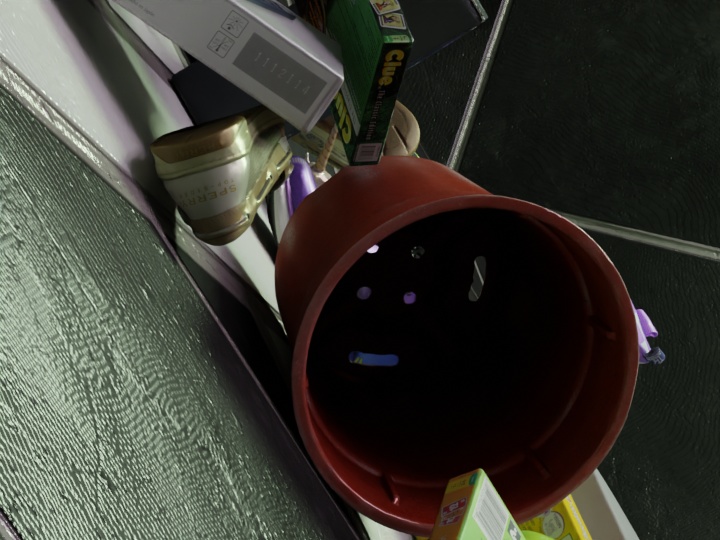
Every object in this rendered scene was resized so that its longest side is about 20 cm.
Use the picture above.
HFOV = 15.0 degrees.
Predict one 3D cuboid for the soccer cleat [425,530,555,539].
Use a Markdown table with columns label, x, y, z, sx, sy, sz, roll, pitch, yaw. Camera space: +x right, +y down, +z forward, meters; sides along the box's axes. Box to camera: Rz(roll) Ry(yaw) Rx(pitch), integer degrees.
| label | x | y | z | sx | sy | sz | roll | pitch | yaw |
| --- | --- | --- | --- | --- | --- | --- | --- | --- | --- |
| soccer cleat | 0.054 | 0.182 | 1.557 | 0.200 | 0.081 | 0.068 | -4 | 103 | -65 |

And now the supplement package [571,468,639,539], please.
| label | x | y | z | sx | sy | sz | roll | pitch | yaw |
| --- | --- | --- | --- | --- | --- | --- | --- | --- | --- |
| supplement package | 0.143 | 0.240 | 1.719 | 0.120 | 0.121 | 0.200 | 56 | 8 | -40 |

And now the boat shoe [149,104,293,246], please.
| label | x | y | z | sx | sy | sz | roll | pitch | yaw |
| --- | --- | --- | --- | --- | --- | --- | --- | --- | --- |
| boat shoe | -0.075 | -0.055 | 1.552 | 0.201 | 0.073 | 0.063 | -75 | 149 | -84 |

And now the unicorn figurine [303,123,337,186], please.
| label | x | y | z | sx | sy | sz | roll | pitch | yaw |
| --- | --- | --- | --- | --- | --- | --- | --- | --- | --- |
| unicorn figurine | -0.009 | -0.015 | 1.963 | 0.138 | 0.074 | 0.200 | 51 | -9 | 3 |

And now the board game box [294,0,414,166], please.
| label | x | y | z | sx | sy | sz | roll | pitch | yaw |
| --- | --- | --- | --- | --- | --- | --- | --- | --- | --- |
| board game box | -0.013 | -0.171 | 1.649 | 0.105 | 0.023 | 0.201 | 110 | -29 | -47 |

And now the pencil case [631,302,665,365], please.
| label | x | y | z | sx | sy | sz | roll | pitch | yaw |
| --- | --- | --- | --- | --- | --- | --- | --- | --- | --- |
| pencil case | 0.108 | 0.067 | 1.905 | 0.084 | 0.199 | 0.085 | 68 | 14 | 18 |

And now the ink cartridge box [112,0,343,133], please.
| label | x | y | z | sx | sy | sz | roll | pitch | yaw |
| --- | --- | --- | --- | --- | --- | --- | --- | --- | --- |
| ink cartridge box | -0.103 | -0.169 | 1.602 | 0.200 | 0.045 | 0.176 | 34 | 12 | -11 |

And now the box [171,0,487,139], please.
| label | x | y | z | sx | sy | sz | roll | pitch | yaw |
| --- | --- | --- | --- | --- | --- | --- | --- | --- | --- |
| box | -0.018 | -0.151 | 1.843 | 0.079 | 0.199 | 0.141 | 60 | 6 | -1 |

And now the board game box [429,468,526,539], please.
| label | x | y | z | sx | sy | sz | roll | pitch | yaw |
| --- | --- | --- | --- | --- | --- | --- | --- | --- | --- |
| board game box | 0.059 | 0.197 | 1.414 | 0.096 | 0.030 | 0.200 | 58 | 24 | -20 |

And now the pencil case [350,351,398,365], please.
| label | x | y | z | sx | sy | sz | roll | pitch | yaw |
| --- | --- | --- | --- | --- | --- | --- | --- | --- | --- |
| pencil case | 0.060 | 0.114 | 1.827 | 0.078 | 0.087 | 0.200 | 37 | -17 | 53 |

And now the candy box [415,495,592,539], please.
| label | x | y | z | sx | sy | sz | roll | pitch | yaw |
| --- | --- | --- | --- | --- | --- | --- | --- | --- | --- |
| candy box | 0.089 | 0.168 | 1.694 | 0.026 | 0.102 | 0.200 | 36 | 21 | -39 |

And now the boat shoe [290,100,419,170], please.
| label | x | y | z | sx | sy | sz | roll | pitch | yaw |
| --- | --- | --- | --- | --- | --- | --- | --- | --- | --- |
| boat shoe | -0.049 | -0.126 | 1.967 | 0.200 | 0.073 | 0.063 | 38 | -30 | 11 |

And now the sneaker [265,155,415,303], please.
| label | x | y | z | sx | sy | sz | roll | pitch | yaw |
| --- | --- | --- | --- | --- | --- | --- | --- | --- | --- |
| sneaker | 0.000 | 0.000 | 1.845 | 0.200 | 0.083 | 0.081 | 58 | 6 | -22 |

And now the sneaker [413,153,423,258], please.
| label | x | y | z | sx | sy | sz | roll | pitch | yaw |
| --- | --- | --- | --- | --- | --- | --- | --- | --- | --- |
| sneaker | 0.061 | -0.058 | 2.709 | 0.083 | 0.071 | 0.201 | 55 | 8 | -53 |

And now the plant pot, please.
| label | x | y | z | sx | sy | sz | roll | pitch | yaw |
| --- | --- | --- | --- | --- | --- | --- | --- | --- | --- |
| plant pot | 0.038 | 0.028 | 1.601 | 0.201 | 0.200 | 0.195 | 58 | -2 | -21 |
